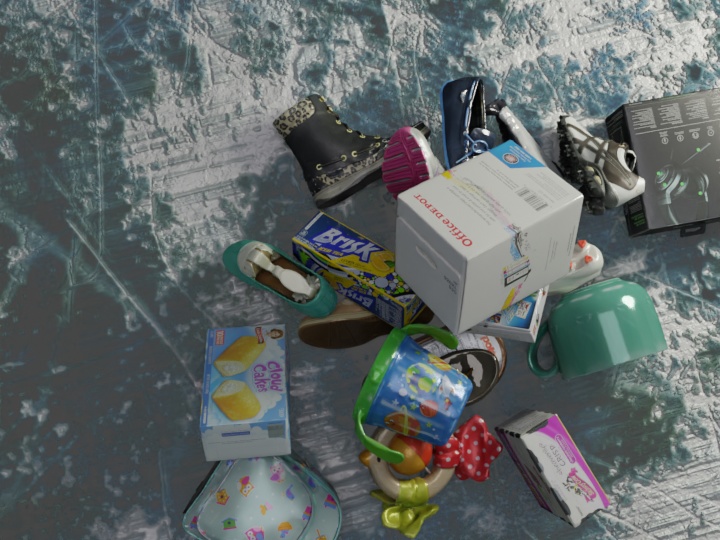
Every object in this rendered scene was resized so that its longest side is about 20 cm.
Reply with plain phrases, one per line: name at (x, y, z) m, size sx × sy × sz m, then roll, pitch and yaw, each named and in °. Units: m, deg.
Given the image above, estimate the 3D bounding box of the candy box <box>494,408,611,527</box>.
candy box at (0.257, 0.264, 1.363) m, size 0.061 × 0.200 × 0.137 m, roll -31°, pitch 87°, yaw -4°

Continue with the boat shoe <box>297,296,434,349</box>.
boat shoe at (0.005, 0.062, 1.447) m, size 0.198 × 0.072 × 0.065 m, roll -10°, pitch 51°, yaw -6°

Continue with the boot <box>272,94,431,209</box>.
boot at (-0.014, -0.203, 1.464) m, size 0.203 × 0.074 × 0.154 m, roll -32°, pitch 84°, yaw -6°

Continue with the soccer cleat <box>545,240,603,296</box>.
soccer cleat at (0.257, 0.013, 1.457) m, size 0.198 × 0.078 × 0.070 m, roll -15°, pitch 55°, yaw 12°

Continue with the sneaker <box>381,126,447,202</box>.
sneaker at (0.096, -0.121, 1.433) m, size 0.088 × 0.081 × 0.201 m, roll -51°, pitch 131°, yaw -41°

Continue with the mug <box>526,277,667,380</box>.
mug at (0.327, 0.082, 1.407) m, size 0.183 × 0.152 × 0.115 m, roll -16°, pitch 82°, yaw -3°

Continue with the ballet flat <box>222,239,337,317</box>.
ballet flat at (-0.119, -0.001, 1.409) m, size 0.199 × 0.070 × 0.068 m, roll 28°, pitch 75°, yaw 22°

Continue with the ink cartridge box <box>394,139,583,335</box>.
ink cartridge box at (0.163, -0.045, 1.312) m, size 0.199 × 0.145 × 0.147 m, roll -26°, pitch 51°, yaw -23°

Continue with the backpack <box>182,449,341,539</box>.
backpack at (-0.124, 0.334, 1.371) m, size 0.199 × 0.153 × 0.177 m, roll 35°, pitch 79°, yaw -5°

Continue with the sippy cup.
sippy cup at (0.075, 0.163, 1.323) m, size 0.129 × 0.140 × 0.179 m, roll 25°, pitch 93°, yaw 8°

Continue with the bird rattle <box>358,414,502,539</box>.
bird rattle at (0.090, 0.266, 1.388) m, size 0.200 × 0.113 × 0.163 m, roll -43°, pitch 104°, yaw -1°

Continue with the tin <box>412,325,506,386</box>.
tin at (0.119, 0.145, 1.452) m, size 0.198 × 0.042 × 0.113 m, roll -24°, pitch 90°, yaw -4°

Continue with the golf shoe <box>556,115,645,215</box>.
golf shoe at (0.342, -0.157, 1.434) m, size 0.094 × 0.078 × 0.201 m, roll -14°, pitch 46°, yaw 0°

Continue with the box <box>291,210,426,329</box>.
box at (0.000, 0.000, 1.407) m, size 0.199 × 0.065 × 0.070 m, roll 31°, pitch 57°, yaw 21°

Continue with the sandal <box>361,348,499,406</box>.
sandal at (0.100, 0.157, 1.405) m, size 0.198 × 0.055 × 0.083 m, roll -5°, pitch 85°, yaw -2°

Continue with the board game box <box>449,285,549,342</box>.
board game box at (0.207, -0.001, 1.415) m, size 0.125 × 0.035 × 0.201 m, roll 8°, pitch 63°, yaw 24°

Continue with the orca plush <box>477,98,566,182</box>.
orca plush at (0.233, -0.154, 1.469) m, size 0.071 × 0.105 × 0.200 m, roll -40°, pitch 90°, yaw 26°

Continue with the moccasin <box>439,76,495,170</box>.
moccasin at (0.158, -0.187, 1.421) m, size 0.068 × 0.080 × 0.202 m, roll -16°, pitch 76°, yaw 29°

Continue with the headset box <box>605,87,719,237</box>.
headset box at (0.472, -0.151, 1.464) m, size 0.172 × 0.093 × 0.202 m, roll -11°, pitch 85°, yaw -3°

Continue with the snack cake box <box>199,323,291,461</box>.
snack cake box at (-0.154, 0.162, 1.363) m, size 0.114 × 0.201 × 0.068 m, roll -5°, pitch 125°, yaw -2°
